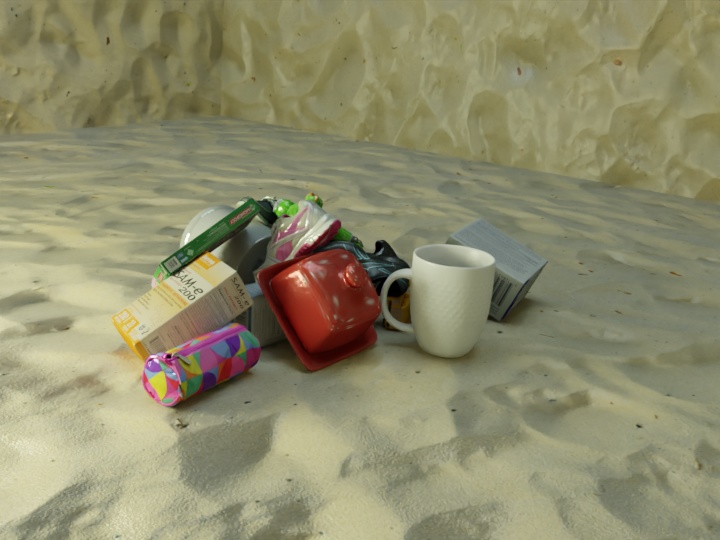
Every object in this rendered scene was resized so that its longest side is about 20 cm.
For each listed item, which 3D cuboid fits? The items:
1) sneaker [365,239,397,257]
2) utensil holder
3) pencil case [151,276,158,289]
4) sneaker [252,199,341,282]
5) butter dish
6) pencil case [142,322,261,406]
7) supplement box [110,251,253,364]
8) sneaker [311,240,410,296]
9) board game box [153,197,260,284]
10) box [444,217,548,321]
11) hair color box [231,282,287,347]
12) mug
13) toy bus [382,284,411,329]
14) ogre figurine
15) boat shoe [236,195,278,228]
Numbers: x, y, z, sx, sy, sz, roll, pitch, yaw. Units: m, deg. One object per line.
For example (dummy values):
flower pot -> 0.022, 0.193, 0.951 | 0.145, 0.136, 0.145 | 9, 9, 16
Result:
sneaker -> -0.007, 0.012, 1.636 | 0.199, 0.091, 0.076 | -36, 13, -25
utensil holder -> -0.237, -0.022, 1.641 | 0.169, 0.172, 0.199 | -11, 26, -41
pencil case -> -0.326, 0.053, 1.522 | 0.087, 0.088, 0.200 | -5, 19, -29
sneaker -> -0.130, -0.054, 1.514 | 0.088, 0.200, 0.081 | 52, 16, 11
butter dish -> -0.042, 0.039, 1.401 | 0.199, 0.148, 0.200 | -18, 73, -47
pencil case -> -0.240, 0.141, 1.260 | 0.088, 0.089, 0.200 | 14, 19, 28
supplement box -> -0.293, 0.066, 1.350 | 0.199, 0.074, 0.126 | -37, 34, -19
sneaker -> 0.000, 0.000, 1.550 | 0.198, 0.076, 0.080 | 10, 38, -4
board game box -> -0.276, -0.049, 1.471 | 0.200, 0.029, 0.134 | -39, 3, -21
box -> 0.272, -0.006, 1.740 | 0.183, 0.105, 0.200 | 35, 27, 15
hair color box -> -0.139, 0.068, 1.488 | 0.060, 0.100, 0.199 | 18, 21, 40
mug -> 0.134, 0.056, 1.474 | 0.198, 0.177, 0.148 | 5, 17, 1
toy bus -> 0.098, 0.058, 1.643 | 0.078, 0.066, 0.200 | 10, 17, 9
ogre figurine -> -0.094, -0.086, 1.607 | 0.200, 0.098, 0.120 | 44, -4, 32
boat shoe -> -0.195, -0.129, 1.680 | 0.073, 0.062, 0.200 | 32, -1, 14
